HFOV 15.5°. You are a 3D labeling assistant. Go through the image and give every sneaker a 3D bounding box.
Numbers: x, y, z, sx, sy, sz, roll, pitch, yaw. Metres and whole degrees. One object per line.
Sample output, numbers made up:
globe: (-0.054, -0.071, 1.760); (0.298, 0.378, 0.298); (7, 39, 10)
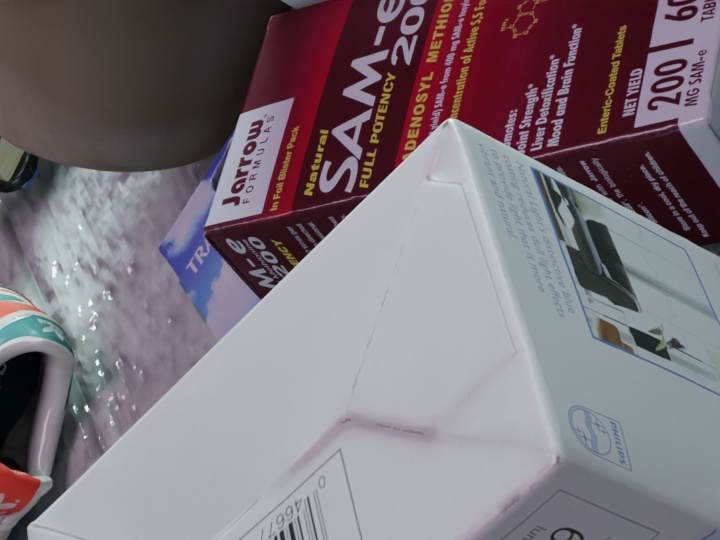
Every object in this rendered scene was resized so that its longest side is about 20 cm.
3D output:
sneaker: (-0.185, 0.104, 1.172); (0.093, 0.070, 0.201); (17, 80, 62)

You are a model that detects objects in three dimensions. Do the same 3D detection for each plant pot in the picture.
plant pot: (-0.099, -0.145, 1.113); (0.200, 0.199, 0.174); (-123, 33, -52)

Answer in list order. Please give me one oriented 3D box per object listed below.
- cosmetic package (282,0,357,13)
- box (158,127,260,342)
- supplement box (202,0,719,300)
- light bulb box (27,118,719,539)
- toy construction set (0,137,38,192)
cosmetic package: (0.041, -0.176, 0.930); (0.199, 0.200, 0.124); (-23, 52, 44)
box: (0.000, 0.000, 1.009); (0.122, 0.048, 0.200); (-55, 35, 12)
supplement box: (0.051, -0.054, 0.907); (0.199, 0.061, 0.109); (-13, 46, 33)
light bulb box: (0.046, 0.092, 0.753); (0.198, 0.199, 0.125); (-43, 41, 28)
toy construction set: (-0.200, -0.101, 1.305); (0.131, 0.092, 0.201); (17, 91, 31)
